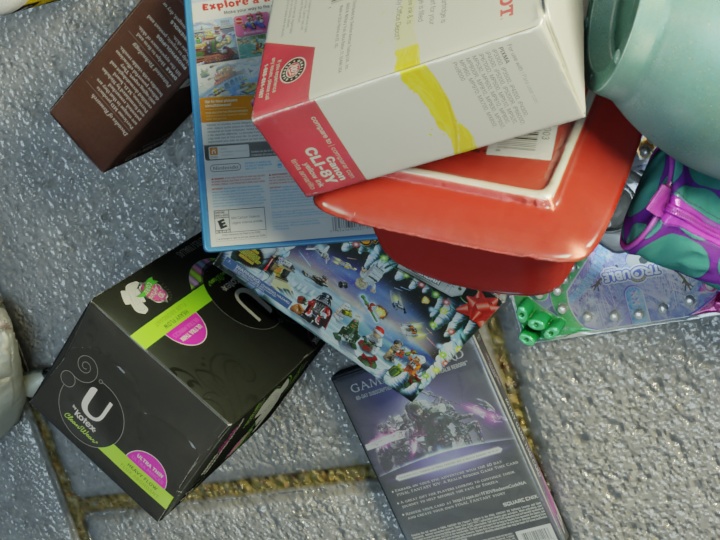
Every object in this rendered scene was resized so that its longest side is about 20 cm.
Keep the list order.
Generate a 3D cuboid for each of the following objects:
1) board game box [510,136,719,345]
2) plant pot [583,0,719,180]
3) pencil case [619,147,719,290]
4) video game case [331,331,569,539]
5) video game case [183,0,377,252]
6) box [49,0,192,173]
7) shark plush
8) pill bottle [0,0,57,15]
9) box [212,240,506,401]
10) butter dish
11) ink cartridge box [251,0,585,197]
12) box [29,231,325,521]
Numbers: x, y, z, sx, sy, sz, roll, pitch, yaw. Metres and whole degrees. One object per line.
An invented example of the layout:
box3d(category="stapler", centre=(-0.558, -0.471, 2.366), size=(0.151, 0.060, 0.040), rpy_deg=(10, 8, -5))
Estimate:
box3d(category="board game box", centre=(0.188, -0.048, 1.015), size=(0.199, 0.026, 0.202), rpy_deg=(-10, 104, 27))
box3d(category="plant pot", centre=(0.218, -0.157, 0.839), size=(0.133, 0.201, 0.202), rpy_deg=(11, 115, -8))
box3d(category="pencil case", centre=(0.280, -0.012, 0.926), size=(0.199, 0.092, 0.086), rpy_deg=(25, 103, -3))
box3d(category="video game case", centre=(0.075, 0.159, 1.146), size=(0.142, 0.019, 0.201), rpy_deg=(-20, 99, 28))
box3d(category="video game case", centre=(-0.051, -0.119, 0.982), size=(0.142, 0.018, 0.202), rpy_deg=(-5, 89, -9))
box3d(category="box", centre=(-0.149, -0.175, 1.077), size=(0.200, 0.100, 0.075), rpy_deg=(-40, 90, 30))
box3d(category="shark plush", centre=(-0.365, 0.122, 1.325), size=(0.083, 0.090, 0.200), rpy_deg=(52, 143, 21))
box3d(category="pill bottle", centre=(-0.273, -0.258, 1.044), size=(0.110, 0.200, 0.112), rpy_deg=(8, 112, 22))
box3d(category="box", centre=(0.000, 0.000, 1.055), size=(0.199, 0.040, 0.137), rpy_deg=(34, 127, -5))
box3d(category="butter dish", centre=(0.093, -0.053, 0.957), size=(0.198, 0.201, 0.149), rpy_deg=(12, 139, 19))
box3d(category="ink cartridge box", centre=(0.041, -0.146, 0.871), size=(0.199, 0.146, 0.084), rpy_deg=(-15, 134, 23))
box3d(category="box", centre=(-0.141, 0.077, 1.108), size=(0.148, 0.200, 0.125), rpy_deg=(40, 119, 5))
